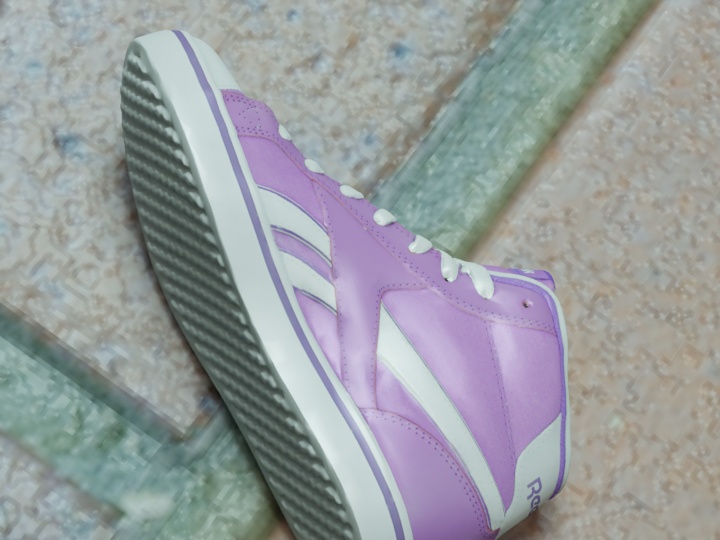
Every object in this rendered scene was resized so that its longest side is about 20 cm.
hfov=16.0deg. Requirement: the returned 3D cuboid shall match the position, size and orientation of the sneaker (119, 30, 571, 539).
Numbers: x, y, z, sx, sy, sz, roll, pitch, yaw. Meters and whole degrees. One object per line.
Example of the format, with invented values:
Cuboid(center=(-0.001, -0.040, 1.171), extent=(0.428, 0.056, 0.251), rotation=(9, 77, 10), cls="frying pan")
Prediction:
Cuboid(center=(0.000, 0.000, 0.857), extent=(0.114, 0.073, 0.201), rotation=(-23, 82, -23), cls="sneaker")
